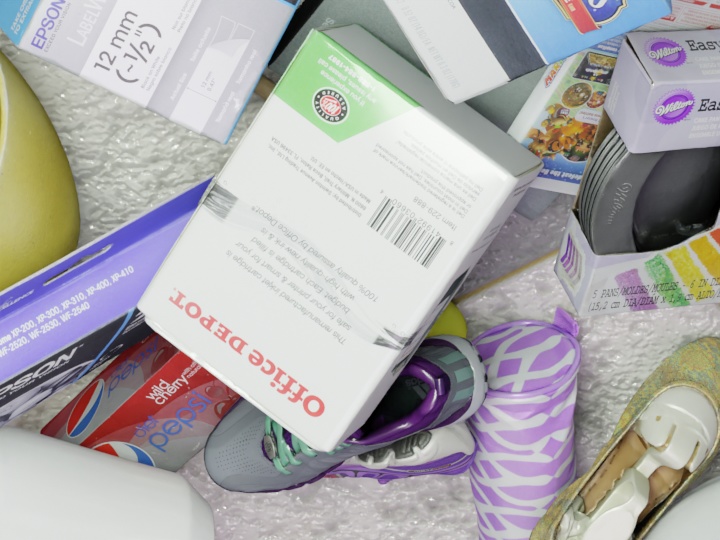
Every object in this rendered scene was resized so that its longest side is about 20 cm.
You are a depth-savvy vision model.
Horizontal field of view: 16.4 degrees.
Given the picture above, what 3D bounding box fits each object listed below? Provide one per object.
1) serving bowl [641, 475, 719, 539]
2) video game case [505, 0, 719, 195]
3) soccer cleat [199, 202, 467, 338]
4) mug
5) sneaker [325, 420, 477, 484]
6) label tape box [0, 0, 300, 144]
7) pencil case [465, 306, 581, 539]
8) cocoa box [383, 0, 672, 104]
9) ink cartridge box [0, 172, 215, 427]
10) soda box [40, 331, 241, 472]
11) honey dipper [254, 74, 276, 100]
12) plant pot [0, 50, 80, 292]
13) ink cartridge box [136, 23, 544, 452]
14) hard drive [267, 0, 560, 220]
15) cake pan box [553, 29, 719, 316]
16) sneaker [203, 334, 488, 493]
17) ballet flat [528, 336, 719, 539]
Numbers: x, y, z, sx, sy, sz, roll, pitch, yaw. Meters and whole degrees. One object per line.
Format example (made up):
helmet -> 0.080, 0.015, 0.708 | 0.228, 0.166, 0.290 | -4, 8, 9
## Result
serving bowl -> 0.253, 0.182, 1.692 | 0.199, 0.066, 0.200 | -21, 154, -10
video game case -> 0.179, -0.121, 1.455 | 0.143, 0.018, 0.200 | 8, 129, -33
soccer cleat -> -0.019, 0.006, 1.595 | 0.199, 0.065, 0.084 | 20, 134, -11
mug -> -0.182, 0.179, 1.655 | 0.152, 0.187, 0.150 | 8, 100, -15
sneaker -> -0.014, 0.115, 1.661 | 0.199, 0.081, 0.083 | 4, 156, 33
label tape box -> -0.134, -0.180, 1.418 | 0.199, 0.066, 0.144 | 24, 107, -18
pencil case -> 0.116, 0.125, 1.680 | 0.085, 0.084, 0.201 | -26, 136, -19
cocoa box -> 0.077, -0.214, 1.307 | 0.131, 0.201, 0.134 | -20, 127, 21
ink cartridge box -> -0.182, 0.035, 1.523 | 0.043, 0.198, 0.200 | 55, 151, 7
soda box -> -0.139, 0.092, 1.683 | 0.070, 0.064, 0.200 | 33, 125, -23
honey dipper -> -0.042, -0.102, 1.525 | 0.200, 0.038, 0.038 | 33, 126, -23
plant pot -> -0.250, -0.041, 1.515 | 0.199, 0.201, 0.142 | -23, 150, 23
ink cartridge box -> -0.013, -0.020, 1.446 | 0.146, 0.084, 0.200 | 37, 107, 7
hard drive -> 0.064, -0.126, 1.497 | 0.199, 0.033, 0.140 | 29, 127, -19
cake pan box -> 0.222, -0.061, 1.487 | 0.199, 0.052, 0.185 | -4, 132, -21
sneaker -> -0.023, 0.089, 1.559 | 0.199, 0.087, 0.075 | -23, 85, 21
ballet flat -> 0.184, 0.131, 1.626 | 0.071, 0.071, 0.200 | 41, 90, -27
